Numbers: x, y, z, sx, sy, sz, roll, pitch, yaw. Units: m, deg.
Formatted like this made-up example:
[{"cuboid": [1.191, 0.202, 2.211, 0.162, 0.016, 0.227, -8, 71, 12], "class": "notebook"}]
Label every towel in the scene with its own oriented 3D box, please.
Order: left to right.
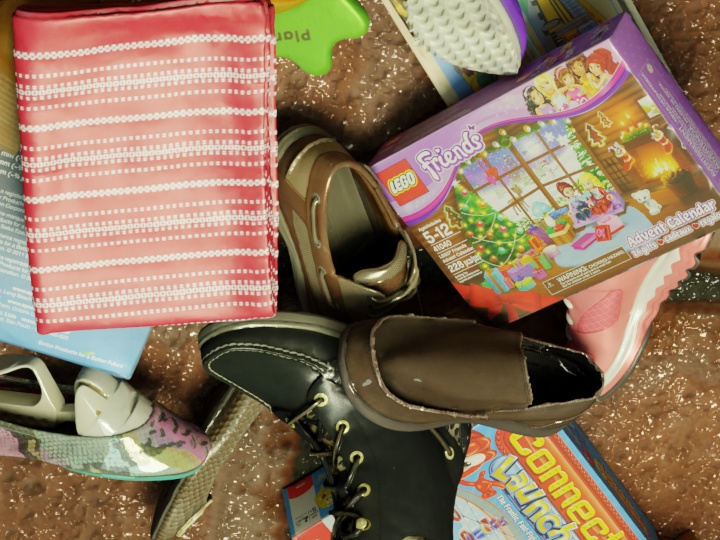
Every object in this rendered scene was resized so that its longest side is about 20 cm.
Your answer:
[{"cuboid": [-0.117, -0.057, 1.199, 0.144, 0.022, 0.200, -3, 116, -6], "class": "towel"}]

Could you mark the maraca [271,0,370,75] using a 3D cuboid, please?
[{"cuboid": [-0.062, -0.194, 1.226, 0.137, 0.107, 0.200, -4, 127, 11], "class": "maraca"}]

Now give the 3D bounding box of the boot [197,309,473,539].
[{"cuboid": [-0.013, 0.119, 1.330, 0.203, 0.154, 0.073, 23, 143, -29], "class": "boot"}]

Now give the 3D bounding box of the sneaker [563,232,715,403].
[{"cuboid": [0.158, 0.001, 1.398, 0.087, 0.074, 0.200, 23, 125, -4], "class": "sneaker"}]

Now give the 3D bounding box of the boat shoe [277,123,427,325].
[{"cuboid": [0.000, 0.000, 1.355, 0.076, 0.072, 0.200, -42, 126, -17], "class": "boat shoe"}]

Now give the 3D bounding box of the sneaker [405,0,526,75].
[{"cuboid": [0.061, -0.198, 1.234, 0.069, 0.100, 0.200, 12, 153, 31], "class": "sneaker"}]

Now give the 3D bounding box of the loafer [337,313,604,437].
[{"cuboid": [0.073, 0.058, 1.337, 0.200, 0.073, 0.071, 6, 156, -39], "class": "loafer"}]

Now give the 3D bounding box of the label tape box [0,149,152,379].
[{"cuboid": [-0.175, -0.048, 1.319, 0.144, 0.063, 0.200, 18, 112, -18], "class": "label tape box"}]

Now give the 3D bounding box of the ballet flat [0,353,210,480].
[{"cuboid": [-0.196, 0.089, 1.376, 0.199, 0.069, 0.071, 6, 120, 11], "class": "ballet flat"}]

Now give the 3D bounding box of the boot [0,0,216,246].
[{"cuboid": [-0.114, -0.104, 1.217, 0.201, 0.071, 0.144, 24, 122, -11], "class": "boot"}]

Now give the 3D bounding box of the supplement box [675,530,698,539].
[{"cuboid": [0.242, 0.323, 1.490, 0.133, 0.200, 0.197, -36, 99, 9], "class": "supplement box"}]

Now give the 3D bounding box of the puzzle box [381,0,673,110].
[{"cuboid": [0.111, -0.136, 1.334, 0.133, 0.025, 0.200, -30, 120, 9], "class": "puzzle box"}]

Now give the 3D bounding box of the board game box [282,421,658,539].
[{"cuboid": [0.082, 0.183, 1.499, 0.196, 0.056, 0.200, -33, 120, 11], "class": "board game box"}]

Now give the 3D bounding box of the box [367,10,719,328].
[{"cuboid": [0.118, -0.055, 1.307, 0.200, 0.039, 0.137, -27, 108, 38], "class": "box"}]

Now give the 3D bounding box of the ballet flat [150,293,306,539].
[{"cuboid": [-0.083, 0.103, 1.424, 0.046, 0.067, 0.200, 25, 108, -14], "class": "ballet flat"}]
